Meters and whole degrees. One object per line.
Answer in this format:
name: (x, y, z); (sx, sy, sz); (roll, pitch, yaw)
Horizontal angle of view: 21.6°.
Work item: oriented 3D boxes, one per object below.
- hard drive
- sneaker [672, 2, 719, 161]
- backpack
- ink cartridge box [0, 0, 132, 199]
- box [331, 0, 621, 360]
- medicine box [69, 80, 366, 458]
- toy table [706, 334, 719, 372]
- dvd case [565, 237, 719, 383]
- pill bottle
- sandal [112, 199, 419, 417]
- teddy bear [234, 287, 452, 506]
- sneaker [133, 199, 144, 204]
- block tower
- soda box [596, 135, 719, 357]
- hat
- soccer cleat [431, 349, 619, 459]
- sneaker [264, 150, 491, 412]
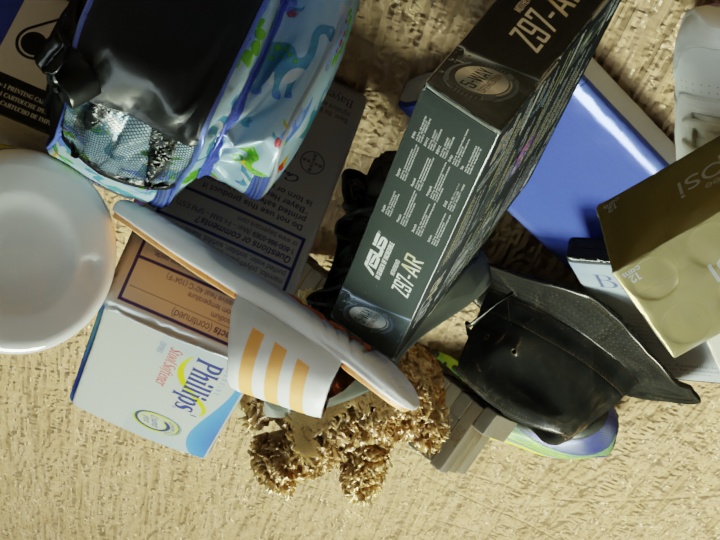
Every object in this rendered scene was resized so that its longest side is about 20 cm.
hard drive: (0.133, -0.057, 1.127); (0.132, 0.025, 0.200); (-9, 140, 46)
sneaker: (0.202, -0.057, 0.996); (0.074, 0.100, 0.200); (10, 150, 26)
backpack: (-0.087, -0.122, 1.001); (0.146, 0.184, 0.200); (25, 163, -11)
ink cartridge box: (-0.215, -0.128, 1.181); (0.199, 0.094, 0.044); (23, 154, -1)
box: (0.063, -0.067, 0.973); (0.043, 0.160, 0.200); (33, 144, 8)
medicine box: (-0.092, -0.011, 1.185); (0.102, 0.201, 0.182); (24, 153, -5)
toy table: (0.281, 0.088, 1.066); (0.117, 0.200, 0.185); (-18, 101, 22)
dvd case: (0.221, 0.031, 1.189); (0.142, 0.018, 0.200); (5, 158, 24)
pill bottle: (-0.219, -0.019, 1.122); (0.114, 0.115, 0.200); (32, 175, -20)
sandal: (-0.061, 0.034, 1.035); (0.206, 0.059, 0.079); (32, 180, 17)
teddy bear: (-0.015, 0.088, 1.259); (0.067, 0.145, 0.200); (-9, 153, -44)
sneaker: (-0.106, 0.013, 1.367); (0.080, 0.089, 0.200); (5, 147, 33)
block tower: (0.012, 0.064, 1.309); (0.200, 0.058, 0.054); (37, -175, 22)
soda box: (0.220, -0.041, 0.935); (0.199, 0.064, 0.068); (-31, 120, 16)
hat: (0.120, 0.067, 1.249); (0.200, 0.081, 0.201); (32, 169, 7)
soccer cleat: (0.098, 0.108, 1.415); (0.199, 0.065, 0.084); (7, 152, 26)
sneaker: (0.000, 0.000, 1.123); (0.076, 0.199, 0.115); (7, 124, 41)
